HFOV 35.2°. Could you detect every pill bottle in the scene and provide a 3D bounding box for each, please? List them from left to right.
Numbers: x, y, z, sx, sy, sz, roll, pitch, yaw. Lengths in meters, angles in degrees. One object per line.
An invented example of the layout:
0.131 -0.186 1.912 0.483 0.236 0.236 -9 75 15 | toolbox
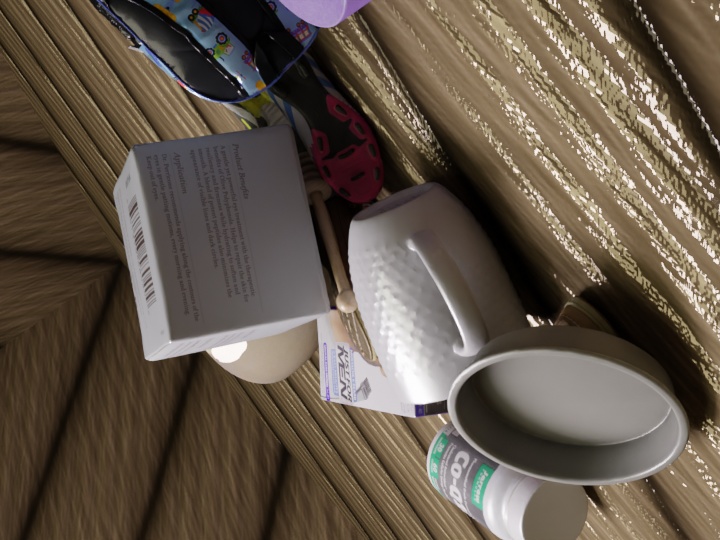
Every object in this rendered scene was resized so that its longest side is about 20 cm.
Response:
0.173 0.253 1.349 0.114 0.113 0.200 60 163 -24 | pill bottle

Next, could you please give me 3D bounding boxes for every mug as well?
0.070 0.017 1.049 0.200 0.147 0.176 -142 28 -78 | mug

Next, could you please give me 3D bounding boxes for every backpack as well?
-0.140 -0.260 1.044 0.200 0.183 0.134 45 176 -16 | backpack

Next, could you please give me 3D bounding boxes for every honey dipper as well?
-0.036 -0.039 1.156 0.038 0.038 0.201 74 -179 -53 | honey dipper

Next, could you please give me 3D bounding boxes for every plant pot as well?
-0.105 0.025 1.447 0.134 0.200 0.201 -33 95 39 | plant pot

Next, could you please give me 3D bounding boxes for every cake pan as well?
0.174 0.113 0.956 0.199 0.037 0.201 10 142 8 | cake pan

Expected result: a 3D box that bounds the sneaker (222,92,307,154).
-0.086 -0.165 1.303 0.200 0.074 0.085 48 179 33 | sneaker

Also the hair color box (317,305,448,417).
0.026 0.095 1.251 0.199 0.064 0.110 -1 92 57 | hair color box

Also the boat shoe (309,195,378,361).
0.000 0.000 1.188 0.072 0.067 0.201 89 164 -56 | boat shoe

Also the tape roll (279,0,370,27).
-0.050 -0.294 0.889 0.200 0.065 0.200 49 165 18 | tape roll

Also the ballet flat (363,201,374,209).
0.035 0.016 1.327 0.201 0.064 0.076 61 164 -24 | ballet flat

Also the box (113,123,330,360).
-0.152 -0.024 1.191 0.200 0.170 0.201 152 107 -71 | box

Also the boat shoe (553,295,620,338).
0.193 0.098 1.031 0.074 0.066 0.201 43 162 31 | boat shoe

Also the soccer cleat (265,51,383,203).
-0.040 -0.162 1.178 0.201 0.070 0.086 55 -173 -15 | soccer cleat

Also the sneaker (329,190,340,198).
-0.055 -0.073 1.343 0.199 0.076 0.114 30 177 34 | sneaker
